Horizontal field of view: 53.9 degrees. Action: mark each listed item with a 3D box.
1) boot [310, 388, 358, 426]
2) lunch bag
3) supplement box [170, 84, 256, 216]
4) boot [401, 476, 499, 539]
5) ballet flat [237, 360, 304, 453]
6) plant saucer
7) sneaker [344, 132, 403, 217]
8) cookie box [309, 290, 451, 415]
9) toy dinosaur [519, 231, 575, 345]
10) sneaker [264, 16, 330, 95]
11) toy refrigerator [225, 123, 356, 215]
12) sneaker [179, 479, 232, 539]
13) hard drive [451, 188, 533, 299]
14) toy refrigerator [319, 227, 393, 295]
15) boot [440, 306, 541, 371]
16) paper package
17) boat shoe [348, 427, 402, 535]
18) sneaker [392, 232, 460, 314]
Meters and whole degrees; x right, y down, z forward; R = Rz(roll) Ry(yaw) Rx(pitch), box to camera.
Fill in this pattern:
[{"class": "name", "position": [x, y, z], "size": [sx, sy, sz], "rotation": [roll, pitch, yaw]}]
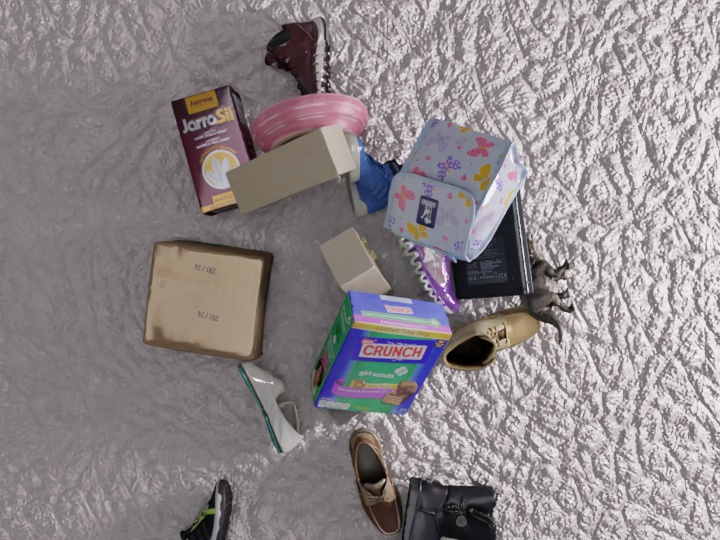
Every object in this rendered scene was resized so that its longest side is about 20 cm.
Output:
[{"class": "boot", "position": [0.002, 0.166, 1.257], "size": [0.199, 0.073, 0.183], "rotation": [-25, 109, 7]}, {"class": "lunch bag", "position": [0.148, -0.127, 1.152], "size": [0.169, 0.127, 0.201], "rotation": [26, 82, 33]}, {"class": "supplement box", "position": [-0.246, -0.208, 1.246], "size": [0.110, 0.086, 0.202], "rotation": [-16, 92, 2]}, {"class": "boot", "position": [0.158, 0.478, 1.272], "size": [0.167, 0.076, 0.202], "rotation": [9, 87, 5]}, {"class": "ballet flat", "position": [-0.155, 0.234, 1.264], "size": [0.069, 0.070, 0.201], "rotation": [-20, 111, 2]}, {"class": "plant saucer", "position": [-0.082, -0.227, 1.183], "size": [0.199, 0.201, 0.051], "rotation": [-11, 77, 2]}, {"class": "sneaker", "position": [0.029, -0.171, 1.198], "size": [0.110, 0.200, 0.077], "rotation": [-17, 58, -3]}, {"class": "cookie box", "position": [0.028, 0.137, 1.142], "size": [0.170, 0.075, 0.201], "rotation": [9, 127, -20]}, {"class": "toy dinosaur", "position": [0.318, 0.034, 1.248], "size": [0.101, 0.077, 0.202], "rotation": [-5, 80, 6]}, {"class": "sneaker", "position": [-0.113, -0.344, 1.251], "size": [0.114, 0.076, 0.202], "rotation": [-1, 82, 6]}, {"class": "toy refrigerator", "position": [-0.111, -0.160, 1.130], "size": [0.199, 0.070, 0.076], "rotation": [-19, 96, 31]}, {"class": "sneaker", "position": [-0.288, 0.476, 1.284], "size": [0.082, 0.072, 0.202], "rotation": [11, 93, 2]}, {"class": "hard drive", "position": [0.220, -0.054, 1.236], "size": [0.139, 0.033, 0.202], "rotation": [-6, 93, 36]}, {"class": "toy refrigerator", "position": [0.000, 0.000, 1.181], "size": [0.070, 0.200, 0.076], "rotation": [-30, 72, 4]}, {"class": "boot", "position": [0.227, 0.117, 1.216], "size": [0.198, 0.155, 0.073], "rotation": [-13, 92, 1]}, {"class": "paper package", "position": [-0.264, 0.049, 1.250], "size": [0.198, 0.103, 0.192], "rotation": [8, 92, 1]}, {"class": "boat shoe", "position": [0.024, 0.387, 1.273], "size": [0.075, 0.072, 0.201], "rotation": [-21, 92, 2]}, {"class": "sneaker", "position": [0.131, -0.022, 1.244], "size": [0.088, 0.080, 0.201], "rotation": [-28, 89, 8]}]
